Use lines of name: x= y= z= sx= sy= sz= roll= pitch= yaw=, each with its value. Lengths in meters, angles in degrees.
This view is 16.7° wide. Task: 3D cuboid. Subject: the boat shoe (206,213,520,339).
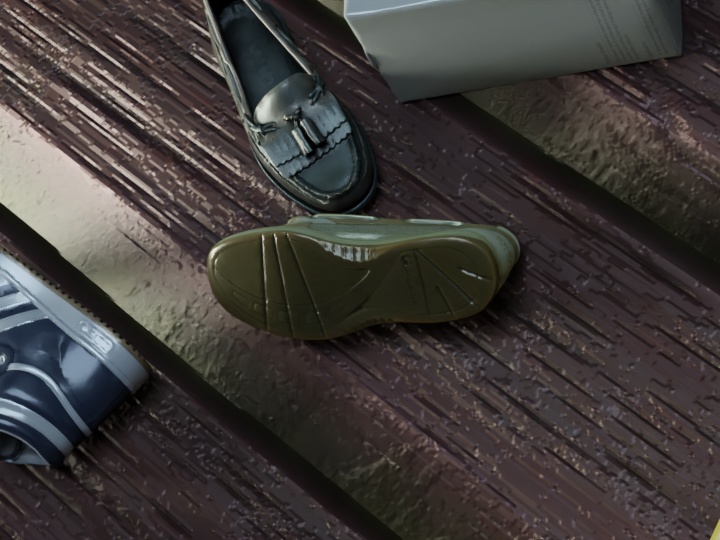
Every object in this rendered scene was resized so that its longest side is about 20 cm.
boat shoe: x=0.000 y=-0.002 z=1.546 sx=0.199 sy=0.063 sz=0.074 roll=-5 pitch=106 yaw=25

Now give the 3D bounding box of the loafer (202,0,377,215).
loafer: x=-0.056 y=-0.117 z=1.626 sx=0.072 sy=0.063 sz=0.201 roll=-34 pitch=55 yaw=2

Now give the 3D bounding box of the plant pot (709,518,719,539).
plant pot: x=0.258 y=0.166 z=1.271 sx=0.201 sy=0.200 sz=0.189 roll=42 pitch=98 yaw=34

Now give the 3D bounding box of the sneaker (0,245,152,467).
sneaker: x=-0.239 y=0.052 z=1.608 sx=0.199 sy=0.070 sz=0.109 roll=33 pitch=77 yaw=30

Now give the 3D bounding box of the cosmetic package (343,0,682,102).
cosmetic package: x=0.098 y=-0.180 z=1.567 sx=0.198 sy=0.113 sz=0.082 roll=-6 pitch=61 yaw=18
